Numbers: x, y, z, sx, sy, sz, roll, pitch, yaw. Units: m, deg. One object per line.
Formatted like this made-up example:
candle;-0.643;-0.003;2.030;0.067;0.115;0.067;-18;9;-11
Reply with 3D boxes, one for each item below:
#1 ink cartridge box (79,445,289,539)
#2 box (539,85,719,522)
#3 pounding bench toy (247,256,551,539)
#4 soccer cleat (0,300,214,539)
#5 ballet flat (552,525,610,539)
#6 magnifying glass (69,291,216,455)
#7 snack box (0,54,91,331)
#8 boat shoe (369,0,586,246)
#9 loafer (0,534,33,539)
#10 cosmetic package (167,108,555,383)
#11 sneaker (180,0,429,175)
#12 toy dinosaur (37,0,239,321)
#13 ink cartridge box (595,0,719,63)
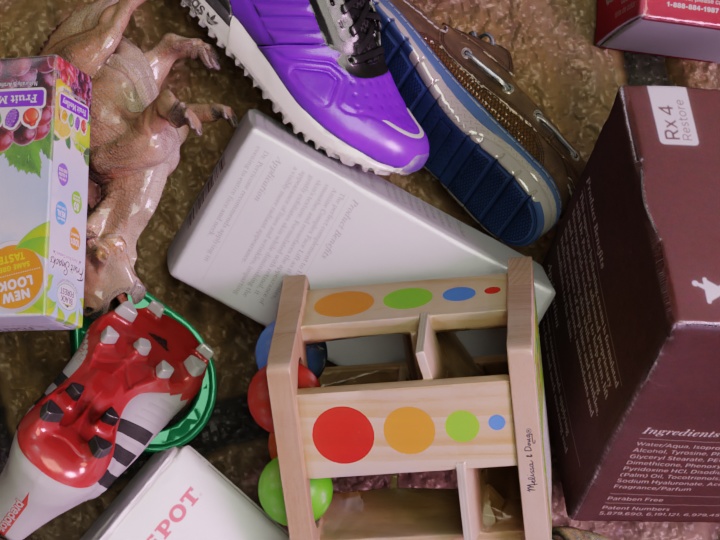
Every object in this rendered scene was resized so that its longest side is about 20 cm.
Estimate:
ink cartridge box;-0.077;0.214;1.520;0.200;0.086;0.148;43;75;-6
box;0.205;0.024;1.544;0.164;0.200;0.166;3;54;-14
pounding bench toy;0.025;0.112;1.503;0.155;0.124;0.201;-5;113;6
soccer cleat;-0.143;0.080;1.490;0.069;0.200;0.085;39;117;-1
ballet flat;0.128;0.248;1.585;0.070;0.071;0.201;5;79;-13
magnifying glass;-0.151;0.013;1.576;0.079;0.022;0.200;-29;90;-17
snack box;-0.248;-0.037;1.493;0.199;0.053;0.143;-3;80;19
boat shoe;0.054;-0.103;1.626;0.072;0.072;0.200;-34;81;-39
loafer;-0.234;0.144;1.474;0.200;0.076;0.068;36;91;38
cosmetic package;0.000;0.000;1.573;0.200;0.074;0.102;29;100;-9
sneaker;-0.022;-0.145;1.570;0.200;0.070;0.100;46;112;9
toy dinosaur;-0.149;-0.086;1.552;0.135;0.086;0.201;-26;60;14
ink cartridge box;0.227;-0.232;1.680;0.145;0.083;0.201;6;80;-13
